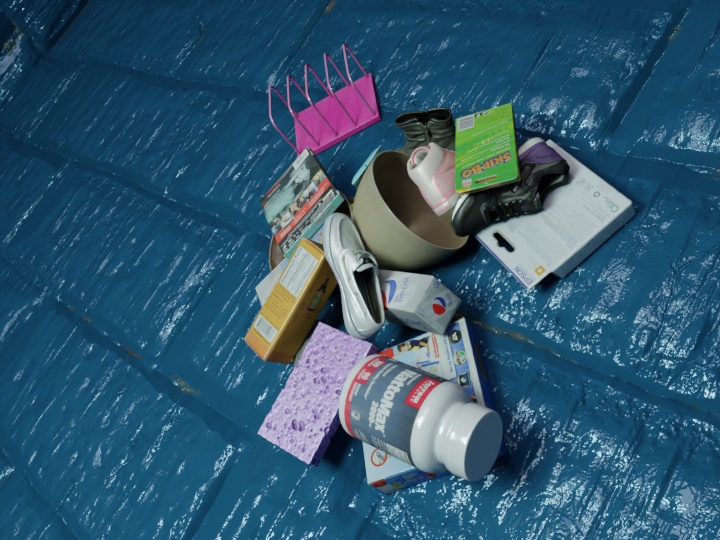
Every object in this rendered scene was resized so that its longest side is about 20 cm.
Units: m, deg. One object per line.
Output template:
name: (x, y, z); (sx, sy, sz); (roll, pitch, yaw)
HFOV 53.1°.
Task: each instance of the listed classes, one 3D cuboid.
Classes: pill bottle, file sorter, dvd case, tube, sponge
pill bottle: (0.079, 0.193, 0.944); (0.198, 0.120, 0.121); (15, 70, 40)
file sorter: (-0.079, -0.353, 1.497); (0.198, 0.125, 0.140); (-24, 49, 19)
dvd case: (-0.110, -0.125, 1.295); (0.146, 0.022, 0.201); (-47, 38, 12)
tube: (0.014, -0.165, 1.262); (0.050, 0.200, 0.078); (31, 88, 5)
sponge: (-0.064, 0.185, 1.106); (0.111, 0.030, 0.202); (20, 75, 35)

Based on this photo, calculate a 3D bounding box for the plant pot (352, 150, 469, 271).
plant pot: (0.062, -0.077, 1.188); (0.135, 0.198, 0.202); (-45, 39, 37)

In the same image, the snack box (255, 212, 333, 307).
snack box: (-0.099, -0.006, 1.237); (0.200, 0.024, 0.072); (-43, 49, 17)

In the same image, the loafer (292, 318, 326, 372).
loafer: (-0.074, 0.167, 1.177); (0.070, 0.069, 0.202); (-40, 42, 32)

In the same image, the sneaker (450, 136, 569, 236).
sneaker: (0.229, -0.114, 1.100); (0.200, 0.076, 0.088); (-42, 53, 2)

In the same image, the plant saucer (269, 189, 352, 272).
plant saucer: (-0.081, -0.050, 1.283); (0.198, 0.034, 0.203); (-18, 62, 36)

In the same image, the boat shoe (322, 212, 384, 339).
boat shoe: (0.000, 0.000, 1.101); (0.066, 0.073, 0.203); (-28, 74, 47)

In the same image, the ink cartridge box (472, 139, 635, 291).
ink cartridge box: (0.283, -0.083, 1.119); (0.200, 0.043, 0.197); (-41, 48, 5)

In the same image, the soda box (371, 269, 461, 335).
soda box: (0.065, 0.045, 1.122); (0.064, 0.068, 0.199); (-59, 27, -12)

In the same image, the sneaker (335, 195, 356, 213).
sneaker: (-0.035, -0.080, 1.329); (0.198, 0.075, 0.077); (-16, 61, 37)

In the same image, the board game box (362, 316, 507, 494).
board game box: (0.094, 0.197, 1.052); (0.194, 0.056, 0.202); (-24, 50, 20)

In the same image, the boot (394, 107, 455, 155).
boot: (0.093, -0.234, 1.292); (0.198, 0.131, 0.069); (-7, 56, 31)

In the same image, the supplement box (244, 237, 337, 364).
supplement box: (-0.105, 0.051, 1.170); (0.069, 0.066, 0.201); (40, 102, 35)

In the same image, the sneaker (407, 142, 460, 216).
sneaker: (0.143, -0.176, 1.184); (0.075, 0.105, 0.200); (-38, 6, 40)

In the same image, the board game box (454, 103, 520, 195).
board game box: (0.193, -0.184, 1.109); (0.094, 0.030, 0.201); (-13, 38, 19)
